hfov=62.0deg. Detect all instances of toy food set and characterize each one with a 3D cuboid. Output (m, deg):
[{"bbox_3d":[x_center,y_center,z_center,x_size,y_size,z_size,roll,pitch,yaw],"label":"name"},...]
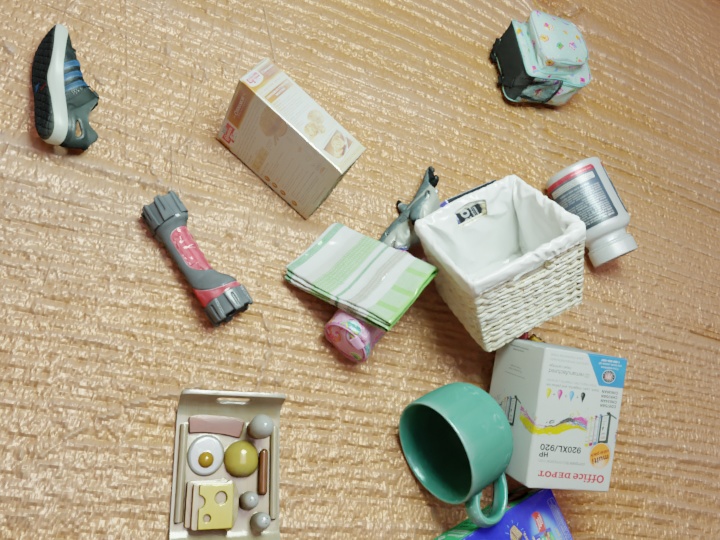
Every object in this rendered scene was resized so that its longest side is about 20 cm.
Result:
[{"bbox_3d":[-0.165,0.259,0.773,0.142,0.060,0.201,8,65,-24],"label":"toy food set"}]

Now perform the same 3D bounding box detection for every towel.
[{"bbox_3d":[0.000,0.000,0.922,0.199,0.031,0.149,24,53,26],"label":"towel"}]

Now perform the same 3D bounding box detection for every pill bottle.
[{"bbox_3d":[0.471,-0.115,1.216,0.119,0.120,0.201,-16,77,-31],"label":"pill bottle"}]

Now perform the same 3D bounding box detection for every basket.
[{"bbox_3d":[0.223,-0.014,0.948,0.197,0.162,0.200,-26,37,-6],"label":"basket"}]

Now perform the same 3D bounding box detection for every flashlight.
[{"bbox_3d":[-0.232,-0.020,0.855,0.067,0.068,0.201,-29,85,-32],"label":"flashlight"}]

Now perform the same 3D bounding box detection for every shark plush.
[{"bbox_3d":[0.093,-0.117,1.055,0.091,0.083,0.201,45,53,-50],"label":"shark plush"}]

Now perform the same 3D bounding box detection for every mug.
[{"bbox_3d":[0.150,0.259,0.884,0.114,0.152,0.186,-20,107,-35],"label":"mug"}]

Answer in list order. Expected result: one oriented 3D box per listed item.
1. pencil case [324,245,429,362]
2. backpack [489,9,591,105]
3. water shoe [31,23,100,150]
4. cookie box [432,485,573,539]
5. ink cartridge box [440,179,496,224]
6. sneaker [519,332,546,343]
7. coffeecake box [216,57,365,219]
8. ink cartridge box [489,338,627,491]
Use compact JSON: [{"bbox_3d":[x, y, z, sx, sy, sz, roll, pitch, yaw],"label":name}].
[{"bbox_3d":[0.030,0.050,0.946,0.087,0.087,0.200,46,58,-2],"label":"pencil case"},{"bbox_3d":[0.410,-0.460,1.318,0.199,0.153,0.177,6,61,-31],"label":"backpack"},{"bbox_3d":[-0.427,-0.262,0.875,0.079,0.071,0.201,17,57,-51],"label":"water shoe"},{"bbox_3d":[0.224,0.438,0.881,0.199,0.075,0.172,-15,76,-31],"label":"cookie box"},{"bbox_3d":[0.227,-0.054,1.114,0.199,0.043,0.199,-26,82,-31],"label":"ink cartridge box"},{"bbox_3d":[0.327,0.193,1.049,0.199,0.078,0.082,36,72,-5],"label":"sneaker"},{"bbox_3d":[-0.113,-0.200,0.940,0.200,0.153,0.073,42,56,-5],"label":"coffeecake box"},{"bbox_3d":[0.294,0.217,0.926,0.146,0.145,0.202,9,88,-16],"label":"ink cartridge box"}]
